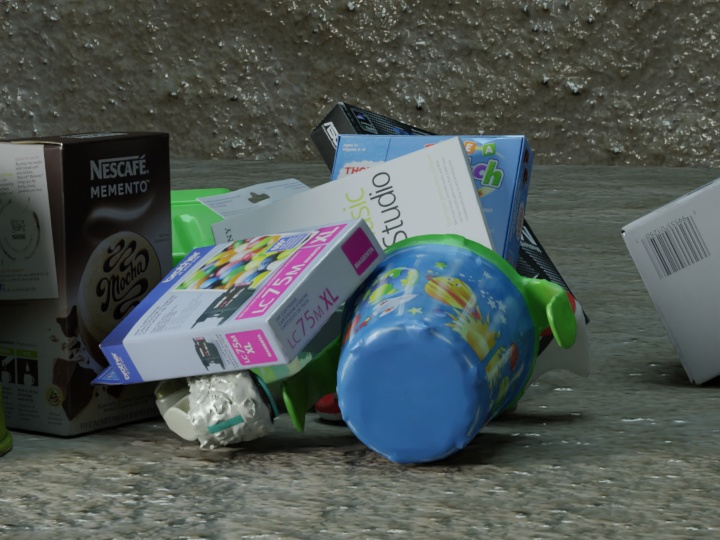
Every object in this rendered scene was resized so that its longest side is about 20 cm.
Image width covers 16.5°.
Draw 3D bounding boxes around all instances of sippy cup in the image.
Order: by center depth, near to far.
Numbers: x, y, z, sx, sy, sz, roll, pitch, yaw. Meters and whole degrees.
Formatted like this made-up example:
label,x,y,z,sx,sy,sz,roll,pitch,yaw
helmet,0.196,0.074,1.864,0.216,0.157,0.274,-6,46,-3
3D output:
label,x,y,z,sx,sy,sz,roll,pitch,yaw
sippy cup,0.043,0.059,1.601,0.139,0.178,0.130,34,21,-1

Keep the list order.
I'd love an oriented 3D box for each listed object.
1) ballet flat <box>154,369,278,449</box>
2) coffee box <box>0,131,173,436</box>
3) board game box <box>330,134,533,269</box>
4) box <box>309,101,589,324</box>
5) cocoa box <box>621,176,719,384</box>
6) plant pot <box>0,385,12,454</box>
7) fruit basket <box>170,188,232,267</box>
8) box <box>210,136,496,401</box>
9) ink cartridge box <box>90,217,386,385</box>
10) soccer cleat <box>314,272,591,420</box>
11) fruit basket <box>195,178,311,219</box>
label,x,y,z,sx,sy,sz,roll,pitch,yaw
ballet flat,-0.108,0.081,1.682,0.071,0.072,0.200,-3,6,-12
coffee box,-0.194,0.005,1.731,0.079,0.201,0.113,4,9,38
board game box,0.040,-0.005,1.828,0.150,0.201,0.037,2,-23,21
box,0.071,-0.033,1.966,0.199,0.048,0.194,15,35,-50
cocoa box,0.320,-0.021,1.857,0.199,0.134,0.131,-27,-2,19
plant pot,-0.334,0.024,1.637,0.199,0.194,0.200,-1,7,0
fruit basket,-0.201,-0.015,2.063,0.214,0.157,0.216,3,21,-1
box,0.000,0.000,1.794,0.199,0.145,0.036,-20,-30,7
ink cartridge box,-0.090,0.023,1.648,0.199,0.042,0.119,-12,27,45
soccer cleat,0.066,0.073,1.720,0.199,0.085,0.069,-23,30,8
fruit basket,-0.018,-0.006,1.981,0.199,0.094,0.185,30,18,17
